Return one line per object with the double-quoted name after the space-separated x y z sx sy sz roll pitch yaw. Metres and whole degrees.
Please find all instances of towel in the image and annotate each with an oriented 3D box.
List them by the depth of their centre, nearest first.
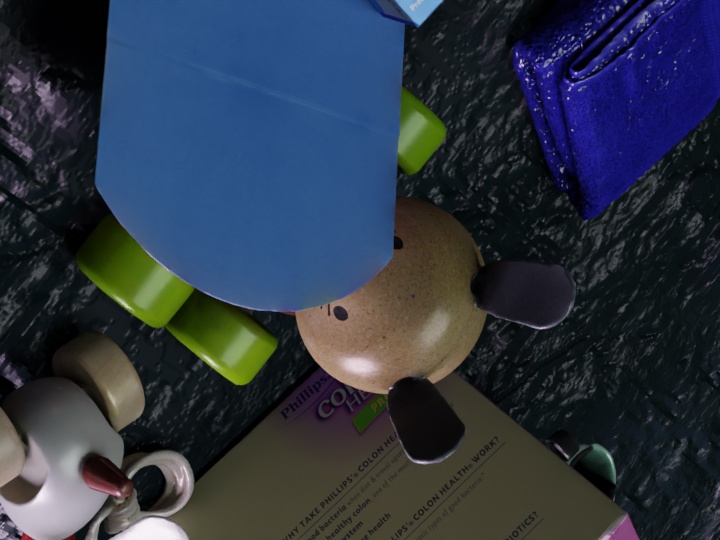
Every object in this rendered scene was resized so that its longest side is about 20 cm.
0.176 -0.130 1.497 0.200 0.050 0.148 -41 142 -13 "towel"

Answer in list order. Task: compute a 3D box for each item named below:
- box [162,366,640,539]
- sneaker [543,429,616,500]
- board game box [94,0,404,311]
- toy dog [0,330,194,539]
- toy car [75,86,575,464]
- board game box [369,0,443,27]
0.023 0.154 1.448 0.176 0.200 0.097 -43 143 -11 "box"
0.066 0.161 1.521 0.074 0.118 0.201 54 50 -25 "sneaker"
-0.055 -0.076 1.228 0.157 0.039 0.201 16 68 -35 "board game box"
-0.133 0.123 1.346 0.132 0.096 0.200 -42 142 -11 "toy dog"
0.000 0.000 1.295 0.165 0.200 0.158 -51 144 0 "toy car"
0.043 -0.227 1.229 0.200 0.045 0.134 -47 113 -6 "board game box"
